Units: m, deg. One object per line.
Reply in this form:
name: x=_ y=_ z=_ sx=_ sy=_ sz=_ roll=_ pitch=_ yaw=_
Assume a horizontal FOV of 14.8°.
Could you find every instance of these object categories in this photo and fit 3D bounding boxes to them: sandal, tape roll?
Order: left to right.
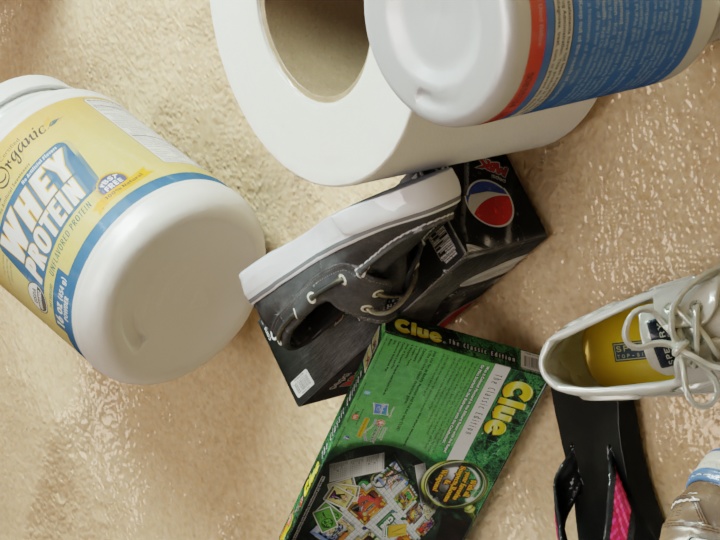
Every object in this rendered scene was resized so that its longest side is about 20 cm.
tape roll: x=0.027 y=-0.154 z=1.521 sx=0.203 sy=0.139 sz=0.203 roll=23 pitch=118 yaw=51
sandal: x=0.134 y=0.136 z=1.568 sx=0.075 sy=0.045 sz=0.200 roll=-12 pitch=92 yaw=50

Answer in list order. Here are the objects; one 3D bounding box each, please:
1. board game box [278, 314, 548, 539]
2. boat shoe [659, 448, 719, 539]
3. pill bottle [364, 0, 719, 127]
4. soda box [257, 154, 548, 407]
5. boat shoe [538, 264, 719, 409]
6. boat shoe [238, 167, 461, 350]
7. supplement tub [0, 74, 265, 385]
board game box: x=0.030 y=0.113 z=1.652 sx=0.023 sy=0.105 sz=0.200 roll=-84 pitch=15 yaw=-50
boat shoe: x=0.240 y=0.172 z=1.391 sx=0.200 sy=0.072 sz=0.072 roll=30 pitch=155 yaw=22
pill bottle: x=0.109 y=-0.140 z=1.386 sx=0.112 sy=0.200 sz=0.112 roll=19 pitch=115 yaw=47
soda box: x=0.022 y=0.006 z=1.642 sx=0.200 sy=0.071 sz=0.063 roll=-43 pitch=67 yaw=48
boat shoe: x=0.172 y=0.033 z=1.449 sx=0.202 sy=0.086 sz=0.075 roll=-10 pitch=93 yaw=45
boat shoe: x=0.000 y=0.000 z=1.559 sx=0.200 sy=0.070 sz=0.066 roll=-28 pitch=87 yaw=50
supplement tub: x=-0.173 y=-0.031 z=1.810 sx=0.200 sy=0.145 sz=0.145 roll=36 pitch=128 yaw=38
